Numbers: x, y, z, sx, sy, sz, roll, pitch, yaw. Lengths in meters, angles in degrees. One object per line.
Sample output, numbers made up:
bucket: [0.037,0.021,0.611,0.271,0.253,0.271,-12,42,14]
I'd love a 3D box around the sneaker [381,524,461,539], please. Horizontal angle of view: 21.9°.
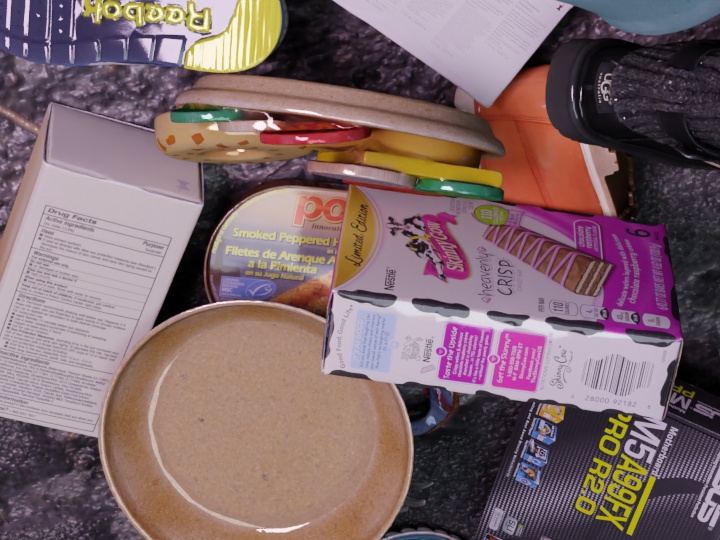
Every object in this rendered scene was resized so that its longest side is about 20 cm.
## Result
sneaker: [0.075,0.248,1.383,0.200,0.090,0.078,4,126,-9]

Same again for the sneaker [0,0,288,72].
sneaker: [-0.134,-0.150,1.061,0.200,0.082,0.074,12,103,10]

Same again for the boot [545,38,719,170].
boot: [0.226,-0.093,1.063,0.211,0.158,0.080,-6,98,-44]

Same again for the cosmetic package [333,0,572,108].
cosmetic package: [0.022,-0.182,1.064,0.200,0.051,0.083,32,108,-30]

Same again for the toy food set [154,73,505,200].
toy food set: [-0.015,-0.076,1.073,0.200,0.198,0.049,9,90,-16]

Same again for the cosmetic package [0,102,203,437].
cosmetic package: [-0.178,0.003,1.175,0.105,0.071,0.200,16,123,-18]

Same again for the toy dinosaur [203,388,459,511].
toy dinosaur: [-0.027,0.086,1.277,0.181,0.200,0.105,4,100,-43]

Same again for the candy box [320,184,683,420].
candy box: [0.083,0.015,1.099,0.200,0.136,0.061,7,120,0]

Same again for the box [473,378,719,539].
box: [0.178,0.156,1.309,0.160,0.044,0.200,26,126,13]

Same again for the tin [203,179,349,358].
tin: [0.000,0.000,1.192,0.200,0.042,0.112,6,108,-6]

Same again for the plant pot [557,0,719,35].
plant pot: [0.129,-0.226,0.978,0.200,0.200,0.188,-37,138,19]

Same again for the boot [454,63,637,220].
boot: [0.121,-0.049,1.185,0.107,0.075,0.200,-5,131,16]

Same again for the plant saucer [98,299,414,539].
plant saucer: [-0.064,0.105,1.183,0.200,0.035,0.200,2,111,5]
